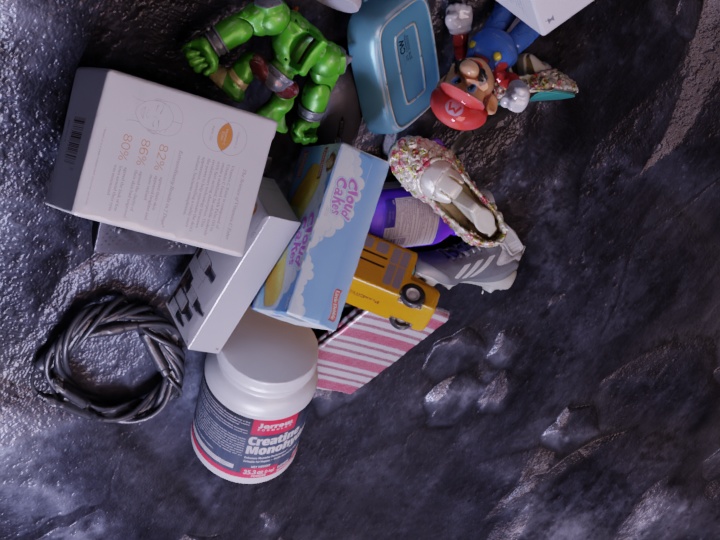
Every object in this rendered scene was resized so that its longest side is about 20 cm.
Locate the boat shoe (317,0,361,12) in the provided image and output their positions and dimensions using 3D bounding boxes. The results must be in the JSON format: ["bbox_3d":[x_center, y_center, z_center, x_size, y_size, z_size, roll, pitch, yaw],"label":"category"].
[{"bbox_3d":[-0.064,-0.350,1.579,0.199,0.071,0.071,26,79,-39],"label":"boat shoe"}]

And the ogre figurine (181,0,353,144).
[{"bbox_3d":[-0.089,-0.225,1.621,0.200,0.098,0.120,40,103,-22],"label":"ogre figurine"}]

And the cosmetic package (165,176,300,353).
[{"bbox_3d":[-0.150,-0.007,1.700,0.050,0.083,0.201,10,124,-41],"label":"cosmetic package"}]

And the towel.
[{"bbox_3d":[0.002,0.092,1.914,0.200,0.030,0.146,-39,148,25],"label":"towel"}]

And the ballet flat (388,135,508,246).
[{"bbox_3d":[0.115,-0.094,1.793,0.200,0.064,0.076,37,90,-36],"label":"ballet flat"}]

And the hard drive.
[{"bbox_3d":[-0.207,-0.084,1.688,0.198,0.042,0.136,-3,124,-33],"label":"hard drive"}]

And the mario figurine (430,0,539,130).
[{"bbox_3d":[0.149,-0.252,1.718,0.106,0.123,0.201,46,66,-32],"label":"mario figurine"}]

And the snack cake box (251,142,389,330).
[{"bbox_3d":[-0.047,-0.038,1.679,0.067,0.115,0.202,21,82,-23],"label":"snack cake box"}]

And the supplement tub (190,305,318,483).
[{"bbox_3d":[-0.130,0.154,1.824,0.139,0.141,0.201,-12,142,-26],"label":"supplement tub"}]

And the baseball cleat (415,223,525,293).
[{"bbox_3d":[0.140,-0.027,1.958,0.199,0.070,0.107,5,113,-47],"label":"baseball cleat"}]

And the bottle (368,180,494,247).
[{"bbox_3d":[0.078,-0.074,1.871,0.198,0.065,0.084,-8,121,-30],"label":"bottle"}]

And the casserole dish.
[{"bbox_3d":[0.045,-0.244,1.716,0.121,0.039,0.201,-42,138,-30],"label":"casserole dish"}]

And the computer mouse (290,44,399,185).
[{"bbox_3d":[-0.007,-0.173,1.753,0.139,0.046,0.202,-12,128,-25],"label":"computer mouse"}]

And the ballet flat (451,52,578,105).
[{"bbox_3d":[0.190,-0.236,1.828,0.198,0.075,0.065,-10,94,-34],"label":"ballet flat"}]

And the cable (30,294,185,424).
[{"bbox_3d":[-0.291,0.112,1.783,0.199,0.051,0.164,28,100,-41],"label":"cable"}]

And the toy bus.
[{"bbox_3d":[0.000,0.000,1.787,0.198,0.079,0.065,22,147,-2],"label":"toy bus"}]

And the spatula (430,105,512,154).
[{"bbox_3d":[0.132,-0.166,1.847,0.200,0.020,0.057,-39,111,-24],"label":"spatula"}]

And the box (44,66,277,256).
[{"bbox_3d":[-0.211,-0.114,1.566,0.198,0.106,0.154,15,90,-30],"label":"box"}]

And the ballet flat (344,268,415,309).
[{"bbox_3d":[-0.028,0.019,1.873,0.198,0.068,0.069,-18,88,-10],"label":"ballet flat"}]

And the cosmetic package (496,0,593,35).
[{"bbox_3d":[0.164,-0.398,1.591,0.122,0.200,0.200,-34,135,-7],"label":"cosmetic package"}]
